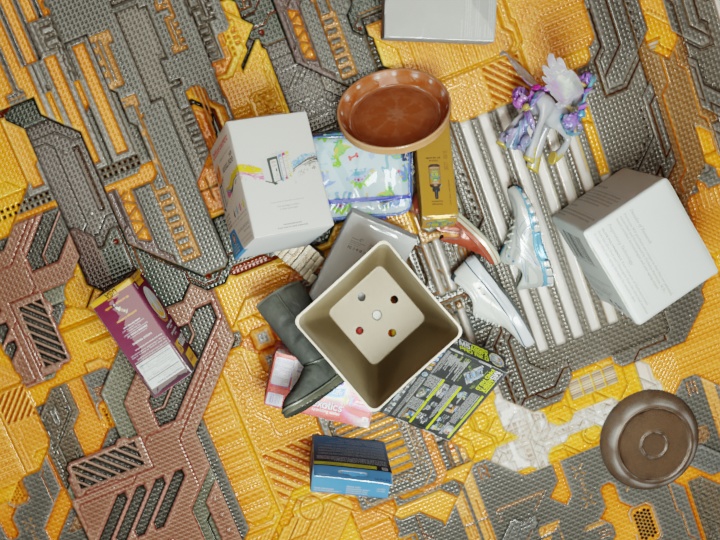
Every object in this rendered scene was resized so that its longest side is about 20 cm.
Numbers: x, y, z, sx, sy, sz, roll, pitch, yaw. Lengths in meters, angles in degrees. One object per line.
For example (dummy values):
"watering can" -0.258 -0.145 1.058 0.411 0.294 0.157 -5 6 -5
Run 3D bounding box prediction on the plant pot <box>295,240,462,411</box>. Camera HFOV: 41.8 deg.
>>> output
"plant pot" 0.028 0.084 1.592 0.199 0.177 0.200 -41 93 2

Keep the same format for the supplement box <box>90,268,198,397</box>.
"supplement box" -0.381 0.109 1.676 0.085 0.110 0.201 -32 101 2

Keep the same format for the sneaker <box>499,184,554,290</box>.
"sneaker" 0.288 -0.054 1.715 0.085 0.075 0.203 -17 100 5

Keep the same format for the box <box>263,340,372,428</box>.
"box" -0.071 0.206 1.720 0.197 0.095 0.104 13 98 -6

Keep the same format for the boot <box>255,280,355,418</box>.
"boot" -0.116 0.133 1.632 0.181 0.073 0.201 -31 82 -37

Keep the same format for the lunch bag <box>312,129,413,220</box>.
"lunch bag" -0.005 -0.169 1.671 0.197 0.083 0.163 -2 103 -2

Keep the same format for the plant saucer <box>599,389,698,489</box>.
"plant saucer" 0.562 0.332 1.817 0.197 0.032 0.203 -1 99 -5

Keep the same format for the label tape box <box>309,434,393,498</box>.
"label tape box" -0.020 0.364 1.697 0.141 0.200 0.067 7 101 -5

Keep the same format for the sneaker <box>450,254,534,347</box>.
"sneaker" 0.243 0.067 1.738 0.071 0.073 0.201 -37 91 12

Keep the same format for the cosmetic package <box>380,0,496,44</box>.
"cosmetic package" 0.134 -0.449 1.631 0.197 0.090 0.109 4 100 -1

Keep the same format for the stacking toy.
"stacking toy" 0.080 0.121 1.717 0.197 0.085 0.087 1 100 -6

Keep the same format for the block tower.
"block tower" -0.149 -0.063 1.691 0.199 0.054 0.058 41 96 -10

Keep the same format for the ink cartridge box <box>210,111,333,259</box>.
"ink cartridge box" -0.154 -0.143 1.589 0.143 0.147 0.203 -11 81 -23

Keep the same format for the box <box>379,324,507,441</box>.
"box" 0.147 0.207 1.709 0.159 0.045 0.201 23 123 -17

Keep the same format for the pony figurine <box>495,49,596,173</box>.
"pony figurine" 0.323 -0.290 1.651 0.192 0.166 0.202 27 94 -40

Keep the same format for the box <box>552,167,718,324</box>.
"box" 0.478 -0.049 1.662 0.170 0.199 0.201 -34 102 2

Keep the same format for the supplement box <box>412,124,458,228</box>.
"supplement box" 0.128 -0.178 1.648 0.065 0.069 0.203 -3 74 -3

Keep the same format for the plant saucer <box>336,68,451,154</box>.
"plant saucer" 0.058 -0.271 1.620 0.197 0.202 0.033 -13 142 -1

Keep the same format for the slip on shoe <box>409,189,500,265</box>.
"slip on shoe" 0.170 -0.073 1.702 0.199 0.074 0.061 38 96 -3

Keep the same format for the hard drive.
"hard drive" 0.000 0.000 1.689 0.130 0.026 0.202 21 114 -16
